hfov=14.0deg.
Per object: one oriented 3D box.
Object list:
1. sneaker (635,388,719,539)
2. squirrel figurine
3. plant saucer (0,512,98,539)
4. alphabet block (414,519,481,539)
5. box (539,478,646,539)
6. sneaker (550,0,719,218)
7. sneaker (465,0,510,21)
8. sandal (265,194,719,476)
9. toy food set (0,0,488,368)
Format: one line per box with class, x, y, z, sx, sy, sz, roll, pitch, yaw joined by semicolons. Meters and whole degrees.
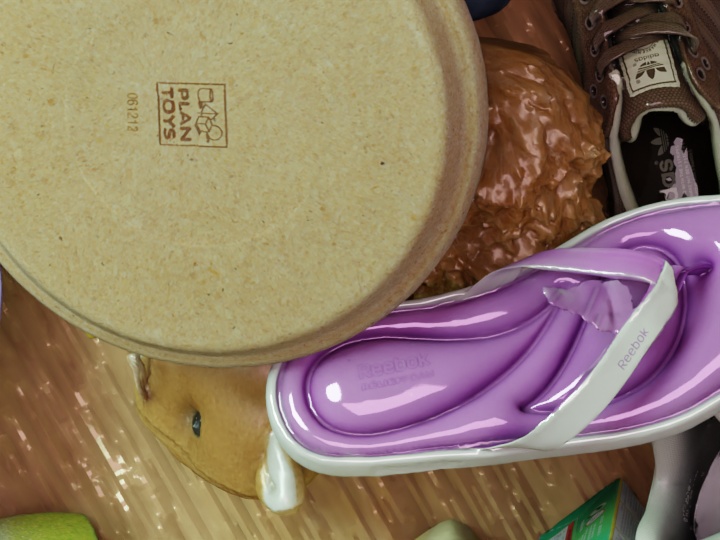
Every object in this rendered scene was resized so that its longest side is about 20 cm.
sneaker;0.156;0.034;1.079;0.078;0.099;0.200;15;90;34
squirrel figurine;0.000;0.000;1.103;0.200;0.142;0.187;8;99;2
plant saucer;-0.168;0.184;1.075;0.048;0.200;0.200;41;93;-23
alphabet block;0.017;0.232;1.081;0.195;0.200;0.197;-33;93;1
box;0.140;0.182;1.118;0.048;0.117;0.200;-39;92;12
sneaker;0.115;-0.086;1.124;0.070;0.076;0.200;-16;93;1
sneaker;-0.034;-0.120;1.075;0.200;0.070;0.082;19;51;-14
sandal;0.066;0.027;1.025;0.202;0.050;0.083;-19;74;-1
toy food set;-0.055;-0.061;1.001;0.198;0.049;0.200;-13;108;13
